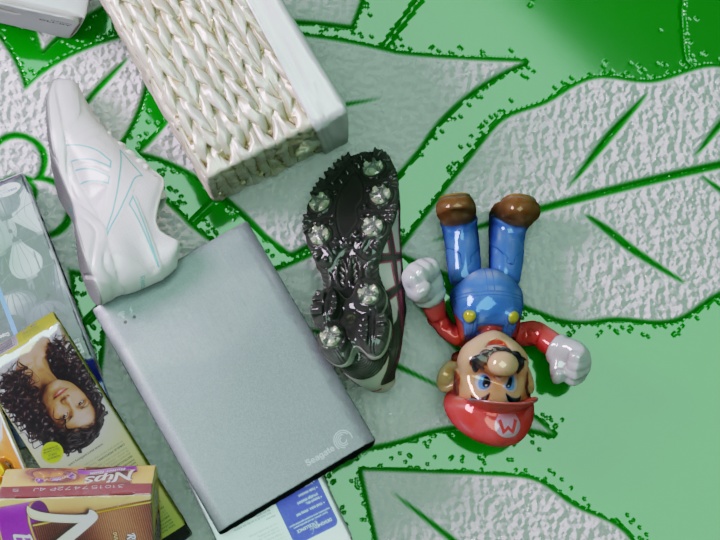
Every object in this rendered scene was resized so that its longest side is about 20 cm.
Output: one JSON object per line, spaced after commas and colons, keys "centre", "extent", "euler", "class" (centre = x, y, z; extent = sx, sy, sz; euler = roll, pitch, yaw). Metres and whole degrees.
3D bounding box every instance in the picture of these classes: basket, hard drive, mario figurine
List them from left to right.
{"centre": [-0.108, -0.165, 1.749], "extent": [0.123, 0.136, 0.201], "euler": [-30, 84, -4], "class": "basket"}
{"centre": [-0.097, 0.083, 1.728], "extent": [0.139, 0.033, 0.200], "euler": [-30, 80, -6], "class": "hard drive"}
{"centre": [0.107, 0.036, 1.740], "extent": [0.123, 0.106, 0.201], "euler": [-10, 74, 27], "class": "mario figurine"}

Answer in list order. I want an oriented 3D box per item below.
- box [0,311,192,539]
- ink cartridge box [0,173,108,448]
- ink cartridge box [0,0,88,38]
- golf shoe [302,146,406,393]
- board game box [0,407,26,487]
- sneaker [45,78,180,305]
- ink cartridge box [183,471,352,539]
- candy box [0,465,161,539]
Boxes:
{"centre": [-0.211, 0.136, 1.714], "extent": [0.075, 0.050, 0.200], "euler": [-33, 105, -5], "class": "box"}
{"centre": [-0.273, 0.034, 1.756], "extent": [0.099, 0.039, 0.201], "euler": [-22, 84, -6], "class": "ink cartridge box"}
{"centre": [-0.276, -0.299, 1.775], "extent": [0.144, 0.083, 0.201], "euler": [11, 81, -13], "class": "ink cartridge box"}
{"centre": [0.000, 0.000, 1.765], "extent": [0.077, 0.088, 0.201], "euler": [-6, 59, 16], "class": "golf shoe"}
{"centre": [-0.376, 0.125, 1.725], "extent": [0.199, 0.026, 0.201], "euler": [-26, 84, 11], "class": "board game box"}
{"centre": [-0.197, -0.066, 1.752], "extent": [0.080, 0.071, 0.201], "euler": [-15, 63, -11], "class": "sneaker"}
{"centre": [-0.081, 0.164, 1.753], "extent": [0.099, 0.039, 0.201], "euler": [-24, 82, -6], "class": "ink cartridge box"}
{"centre": [-0.206, 0.248, 1.686], "extent": [0.116, 0.057, 0.201], "euler": [-1, 111, -1], "class": "candy box"}
